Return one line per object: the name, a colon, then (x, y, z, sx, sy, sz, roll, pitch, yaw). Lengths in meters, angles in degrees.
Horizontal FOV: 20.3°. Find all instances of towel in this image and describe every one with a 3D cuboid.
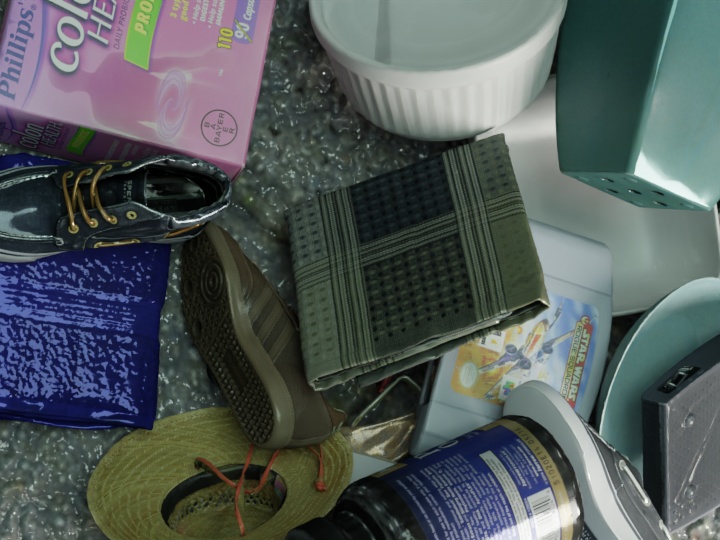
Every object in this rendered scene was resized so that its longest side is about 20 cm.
towel: (0.038, -0.004, 1.503, 0.191, 0.035, 0.201, -19, 42, 10)
towel: (-0.220, 0.019, 1.527, 0.147, 0.050, 0.202, 10, 76, -20)

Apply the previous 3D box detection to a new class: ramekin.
ramekin: (0.063, -0.189, 1.580, 0.201, 0.095, 0.203, -4, 49, 4)

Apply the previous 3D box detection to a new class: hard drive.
hard drive: (0.295, 0.110, 1.600, 0.199, 0.042, 0.136, -27, 125, -35)

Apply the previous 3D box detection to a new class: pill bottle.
pill bottle: (0.051, 0.186, 1.422, 0.199, 0.112, 0.113, -20, 85, -27)

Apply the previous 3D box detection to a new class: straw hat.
straw hat: (-0.099, 0.187, 1.498, 0.200, 0.201, 0.086, -15, 124, -17)

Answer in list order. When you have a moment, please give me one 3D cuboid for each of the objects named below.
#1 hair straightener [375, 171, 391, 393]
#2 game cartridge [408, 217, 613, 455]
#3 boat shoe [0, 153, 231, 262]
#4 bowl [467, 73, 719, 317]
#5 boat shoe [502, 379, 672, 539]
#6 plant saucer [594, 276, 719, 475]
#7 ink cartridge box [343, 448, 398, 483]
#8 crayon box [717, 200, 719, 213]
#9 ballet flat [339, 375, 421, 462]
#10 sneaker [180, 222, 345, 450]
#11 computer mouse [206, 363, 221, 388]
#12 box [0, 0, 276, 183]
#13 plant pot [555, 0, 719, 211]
hair straightener: (0.000, 0.000, 1.562, 0.076, 0.041, 0.201, 14, 55, -4)
game cartridge: (0.122, 0.061, 1.541, 0.132, 0.042, 0.201, 16, 80, -10)
boat shoe: (-0.196, -0.053, 1.474, 0.199, 0.091, 0.071, -6, 81, -22)
bowl: (0.182, -0.057, 1.634, 0.198, 0.075, 0.202, -7, 82, -17)
boat shoe: (0.179, 0.164, 1.500, 0.068, 0.072, 0.201, -32, 88, -46)
plant saucer: (0.239, 0.096, 1.598, 0.200, 0.039, 0.202, -23, 123, -40)
ink cartridge box: (0.069, 0.246, 1.484, 0.198, 0.047, 0.199, 13, 56, -7)
crayon box: (0.392, -0.118, 1.716, 0.198, 0.051, 0.128, -3, 79, -16)
ballet flat: (0.062, 0.105, 1.575, 0.199, 0.068, 0.068, -25, 79, -20)
sneaker: (-0.076, 0.052, 1.535, 0.075, 0.071, 0.201, 2, 53, -37)
computer mouse: (-0.026, 0.049, 1.578, 0.199, 0.034, 0.059, -23, 86, -18)
box: (-0.176, -0.173, 1.546, 0.199, 0.097, 0.177, 14, 75, -12)
plant pot: (0.238, -0.154, 1.548, 0.141, 0.141, 0.201, 20, 83, -31)
